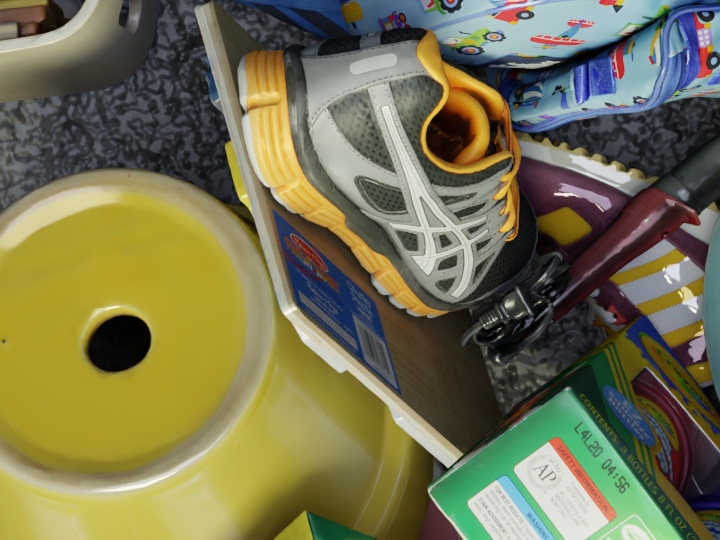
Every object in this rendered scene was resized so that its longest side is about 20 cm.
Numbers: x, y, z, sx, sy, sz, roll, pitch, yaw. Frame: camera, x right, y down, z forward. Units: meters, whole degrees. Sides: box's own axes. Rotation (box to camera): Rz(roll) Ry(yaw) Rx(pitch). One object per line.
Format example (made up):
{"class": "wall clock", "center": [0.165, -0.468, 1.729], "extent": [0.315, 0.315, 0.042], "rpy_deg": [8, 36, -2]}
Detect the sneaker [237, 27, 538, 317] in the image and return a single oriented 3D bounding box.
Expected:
{"class": "sneaker", "center": [0.029, -0.038, 1.137], "extent": [0.077, 0.200, 0.078], "rpy_deg": [-19, 69, 21]}

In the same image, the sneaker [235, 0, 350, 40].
{"class": "sneaker", "center": [-0.028, -0.135, 1.244], "extent": [0.200, 0.078, 0.066], "rpy_deg": [19, 94, -2]}

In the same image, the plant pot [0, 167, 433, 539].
{"class": "plant pot", "center": [-0.080, 0.053, 1.177], "extent": [0.201, 0.189, 0.201], "rpy_deg": [-3, 71, 7]}

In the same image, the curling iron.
{"class": "curling iron", "center": [0.124, -0.024, 1.199], "extent": [0.200, 0.050, 0.026], "rpy_deg": [-36, 89, -12]}

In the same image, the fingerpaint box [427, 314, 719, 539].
{"class": "fingerpaint box", "center": [0.130, 0.126, 1.156], "extent": [0.073, 0.167, 0.200], "rpy_deg": [-38, 87, 17]}

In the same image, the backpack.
{"class": "backpack", "center": [0.081, -0.124, 1.157], "extent": [0.200, 0.183, 0.135], "rpy_deg": [-10, 92, -30]}

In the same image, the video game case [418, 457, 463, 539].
{"class": "video game case", "center": [-0.061, 0.114, 1.301], "extent": [0.200, 0.017, 0.143], "rpy_deg": [-25, 95, 5]}

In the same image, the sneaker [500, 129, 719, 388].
{"class": "sneaker", "center": [0.116, 0.007, 1.255], "extent": [0.200, 0.075, 0.090], "rpy_deg": [21, 91, 0]}

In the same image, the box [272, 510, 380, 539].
{"class": "box", "center": [0.000, 0.163, 1.160], "extent": [0.200, 0.048, 0.117], "rpy_deg": [24, 124, -38]}

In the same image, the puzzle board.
{"class": "puzzle board", "center": [0.000, 0.000, 1.172], "extent": [0.017, 0.200, 0.151], "rpy_deg": [-27, 53, 16]}

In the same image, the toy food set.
{"class": "toy food set", "center": [-0.188, -0.103, 1.219], "extent": [0.200, 0.144, 0.060], "rpy_deg": [-7, 86, 3]}

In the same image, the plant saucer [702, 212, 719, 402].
{"class": "plant saucer", "center": [0.236, 0.021, 1.224], "extent": [0.200, 0.036, 0.200], "rpy_deg": [5, 78, -24]}
